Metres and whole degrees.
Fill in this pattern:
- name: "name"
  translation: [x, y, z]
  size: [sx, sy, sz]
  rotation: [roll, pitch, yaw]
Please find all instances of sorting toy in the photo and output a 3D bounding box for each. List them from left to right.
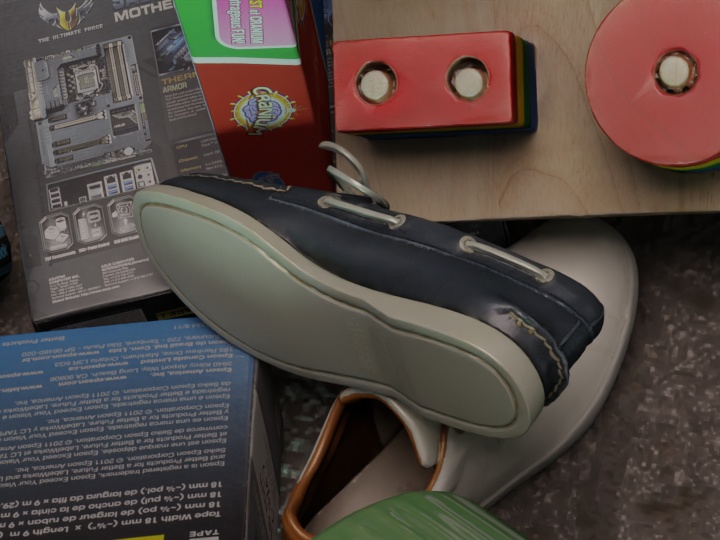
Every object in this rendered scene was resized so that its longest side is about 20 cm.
- name: "sorting toy"
  translation: [0.079, -0.122, 1.129]
  size: [0.198, 0.070, 0.201]
  rotation: [-2, 88, 15]

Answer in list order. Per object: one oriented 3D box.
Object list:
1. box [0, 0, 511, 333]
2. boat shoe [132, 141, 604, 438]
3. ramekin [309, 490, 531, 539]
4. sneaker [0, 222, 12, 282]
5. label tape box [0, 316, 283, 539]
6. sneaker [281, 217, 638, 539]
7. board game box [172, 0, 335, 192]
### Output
- name: "box"
  translation: [-0.049, -0.060, 1.238]
  size: [0.199, 0.051, 0.158]
  rotation: [-14, 65, 1]
- name: "boat shoe"
  translation: [0.000, 0.000, 1.113]
  size: [0.199, 0.075, 0.062]
  rotation: [18, 50, 38]
- name: "ramekin"
  translation: [0.014, 0.175, 1.042]
  size: [0.098, 0.200, 0.200]
  rotation: [37, 74, 30]
- name: "sneaker"
  translation: [-0.238, 0.003, 1.231]
  size: [0.199, 0.082, 0.074]
  rotation: [4, 104, 25]
- name: "label tape box"
  translation: [-0.107, 0.102, 1.113]
  size: [0.143, 0.064, 0.200]
  rotation: [-6, 34, 5]
- name: "sneaker"
  translation: [0.042, 0.049, 1.156]
  size: [0.073, 0.085, 0.200]
  rotation: [31, 71, 22]
- name: "board game box"
  translation: [-0.044, -0.136, 1.133]
  size: [0.040, 0.200, 0.154]
  rotation: [-6, 64, 4]
